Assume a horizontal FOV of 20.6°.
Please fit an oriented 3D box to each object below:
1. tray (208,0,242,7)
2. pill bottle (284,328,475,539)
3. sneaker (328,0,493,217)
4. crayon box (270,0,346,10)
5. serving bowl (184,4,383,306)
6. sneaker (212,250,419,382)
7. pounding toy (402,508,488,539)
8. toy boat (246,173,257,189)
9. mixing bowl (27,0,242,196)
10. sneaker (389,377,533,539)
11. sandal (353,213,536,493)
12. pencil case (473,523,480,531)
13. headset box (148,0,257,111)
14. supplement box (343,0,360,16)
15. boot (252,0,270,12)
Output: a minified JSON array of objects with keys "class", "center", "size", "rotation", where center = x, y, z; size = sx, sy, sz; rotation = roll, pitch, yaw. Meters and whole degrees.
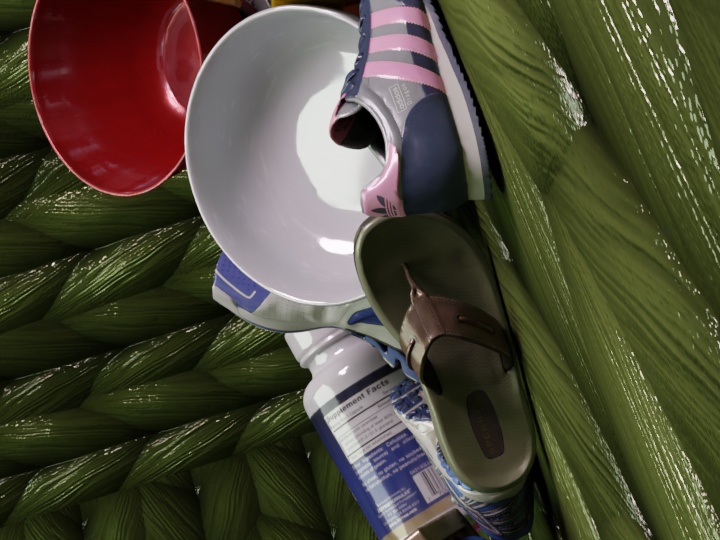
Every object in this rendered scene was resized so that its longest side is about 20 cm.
[{"class":"tray","center":[-0.080,-0.300,1.425],"size":[0.099,0.037,0.201],"rotation":[123,158,-83]},{"class":"pill bottle","center":[0.024,0.116,1.539],"size":[0.200,0.111,0.111],"rotation":[60,174,11]},{"class":"sneaker","center":[0.013,-0.114,1.160],"size":[0.070,0.082,0.200],"rotation":[77,175,-51]},{"class":"crayon box","center":[-0.033,-0.236,1.315],"size":[0.200,0.051,0.127],"rotation":[156,116,-86]},{"class":"serving bowl","center":[-0.020,-0.080,1.319],"size":[0.066,0.200,0.201],"rotation":[-20,-85,-55]},{"class":"sneaker","center":[0.001,0.000,1.395],"size":[0.115,0.199,0.081],"rotation":[101,-170,-55]},{"class":"pounding toy","center":[0.082,0.252,1.282],"size":[0.184,0.142,0.200],"rotation":[51,-172,9]},{"class":"toy boat","center":[-0.046,-0.076,1.434],"size":[0.200,0.131,0.131],"rotation":[-9,104,50]},{"class":"mixing bowl","center":[-0.157,-0.164,1.561],"size":[0.200,0.108,0.201],"rotation":[10,106,40]},{"class":"sneaker","center":[0.076,0.130,1.414],"size":[0.200,0.077,0.085],"rotation":[-113,3,-66]},{"class":"sandal","center":[0.062,0.049,1.249],"size":[0.057,0.080,0.201],"rotation":[-99,-16,-80]},{"class":"pencil case","center":[0.054,0.156,1.790],"size":[0.094,0.091,0.200],"rotation":[66,-175,-47]},{"class":"headset box","center":[-0.118,-0.204,1.703],"size":[0.075,0.149,0.200],"rotation":[38,-148,-14]},{"class":"supplement box","center":[-0.040,-0.252,1.496],"size":[0.067,0.069,0.200],"rotation":[83,173,-57]},{"class":"boot","center":[-0.033,-0.204,1.588],"size":[0.200,0.073,0.182],"rotation":[50,-150,12]}]
